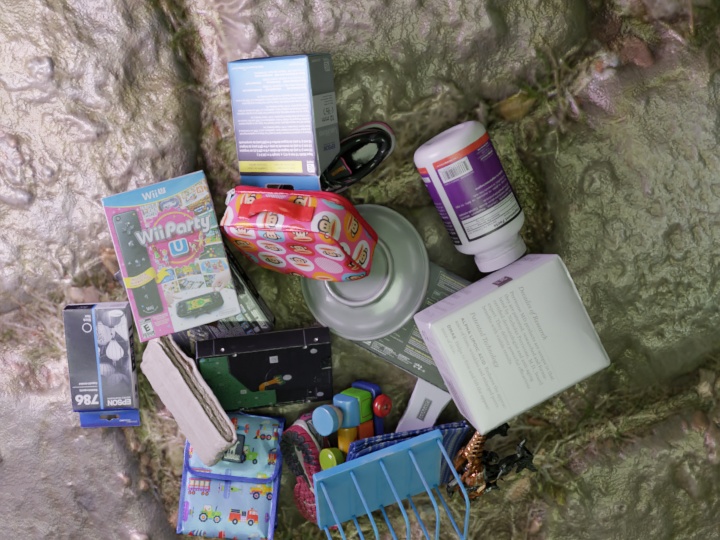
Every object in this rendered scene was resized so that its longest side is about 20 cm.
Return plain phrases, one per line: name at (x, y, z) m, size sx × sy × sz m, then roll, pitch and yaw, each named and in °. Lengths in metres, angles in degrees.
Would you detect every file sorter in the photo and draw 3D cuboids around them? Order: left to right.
file sorter at (0.046, 0.346, 1.414) m, size 0.197 × 0.123 × 0.140 m, roll -17°, pitch 138°, yaw -14°

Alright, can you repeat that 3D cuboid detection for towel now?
towel at (-0.254, 0.188, 1.442) m, size 0.034 × 0.133 × 0.201 m, roll -29°, pitch 79°, yaw -31°
towel at (0.062, 0.294, 1.477) m, size 0.197 × 0.024 × 0.146 m, roll -6°, pitch 133°, yaw -23°

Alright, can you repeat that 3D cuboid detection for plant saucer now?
plant saucer at (0.000, 0.000, 1.424) m, size 0.197 × 0.050 × 0.204 m, roll -2°, pitch 82°, yaw 16°

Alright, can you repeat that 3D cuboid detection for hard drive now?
hard drive at (-0.140, 0.149, 1.462) m, size 0.197 × 0.038 × 0.141 m, roll -7°, pitch 136°, yaw -6°

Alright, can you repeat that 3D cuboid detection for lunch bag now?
lunch bag at (-0.196, 0.305, 1.522) m, size 0.148 × 0.094 × 0.204 m, roll 5°, pitch 90°, yaw -1°
lunch bag at (-0.090, -0.055, 1.339) m, size 0.197 × 0.176 × 0.083 m, roll 6°, pitch 70°, yaw 28°

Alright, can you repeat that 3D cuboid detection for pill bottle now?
pill bottle at (0.164, -0.104, 1.413) m, size 0.111 × 0.113 × 0.202 m, roll -26°, pitch 103°, yaw 4°

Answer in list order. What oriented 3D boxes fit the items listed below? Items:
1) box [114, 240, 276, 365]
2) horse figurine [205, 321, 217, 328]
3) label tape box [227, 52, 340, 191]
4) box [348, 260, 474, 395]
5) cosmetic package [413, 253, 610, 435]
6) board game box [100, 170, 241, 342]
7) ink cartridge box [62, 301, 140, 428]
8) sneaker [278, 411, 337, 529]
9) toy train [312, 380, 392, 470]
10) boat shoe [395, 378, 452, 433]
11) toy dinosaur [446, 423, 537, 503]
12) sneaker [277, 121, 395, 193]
box at (-0.244, 0.041, 1.467) m, size 0.160 × 0.049 × 0.201 m, roll -33°, pitch 101°, yaw 5°
horse figurine at (-0.258, -0.006, 1.409) m, size 0.130 × 0.050 × 0.203 m, roll -11°, pitch 98°, yaw -2°
label tape box at (-0.104, -0.198, 1.377) m, size 0.141 × 0.066 × 0.203 m, roll 4°, pitch 108°, yaw 32°
box at (0.104, 0.077, 1.454) m, size 0.198 × 0.044 × 0.162 m, roll 26°, pitch 90°, yaw 4°
cosmetic package at (0.201, 0.094, 1.343) m, size 0.198 × 0.165 × 0.167 m, roll -28°, pitch 93°, yaw -3°
board game box at (-0.259, -0.020, 1.352) m, size 0.145 × 0.064 × 0.203 m, roll -16°, pitch 93°, yaw -6°
ink cartridge box at (-0.393, 0.150, 1.494) m, size 0.098 × 0.039 × 0.203 m, roll -3°, pitch 104°, yaw -2°
sneaker at (-0.062, 0.316, 1.527) m, size 0.080 × 0.075 × 0.203 m, roll 5°, pitch 119°, yaw 31°
toy train at (-0.014, 0.280, 1.485) m, size 0.115 × 0.084 × 0.203 m, roll -16°, pitch 108°, yaw -43°
boat shoe at (0.110, 0.190, 1.508) m, size 0.068 × 0.057 × 0.202 m, roll 30°, pitch 98°, yaw 2°
toy dinosaur at (0.188, 0.294, 1.485) m, size 0.135 × 0.200 × 0.103 m, roll -29°, pitch 78°, yaw -13°
sneaker at (-0.039, -0.147, 1.410) m, size 0.199 × 0.086 × 0.081 m, roll -38°, pitch 100°, yaw 8°
